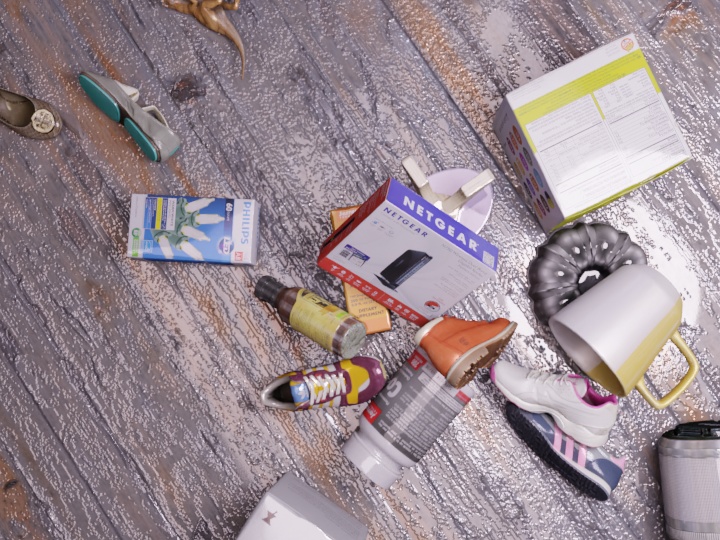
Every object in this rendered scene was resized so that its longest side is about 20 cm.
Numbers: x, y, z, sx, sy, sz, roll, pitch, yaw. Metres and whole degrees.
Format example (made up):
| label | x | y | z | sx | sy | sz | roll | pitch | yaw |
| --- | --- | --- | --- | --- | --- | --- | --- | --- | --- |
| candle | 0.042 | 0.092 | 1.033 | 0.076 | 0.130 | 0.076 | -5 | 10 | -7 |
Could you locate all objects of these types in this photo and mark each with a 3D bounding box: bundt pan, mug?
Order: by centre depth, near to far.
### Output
| label | x | y | z | sx | sy | sz | roll | pitch | yaw |
| --- | --- | --- | --- | --- | --- | --- | --- | --- | --- |
| mug | 0.380 | 0.085 | 1.319 | 0.153 | 0.149 | 0.187 | -42 | 120 | -7 |
| bundt pan | 0.355 | 0.019 | 1.418 | 0.200 | 0.076 | 0.204 | 0 | 86 | 4 |

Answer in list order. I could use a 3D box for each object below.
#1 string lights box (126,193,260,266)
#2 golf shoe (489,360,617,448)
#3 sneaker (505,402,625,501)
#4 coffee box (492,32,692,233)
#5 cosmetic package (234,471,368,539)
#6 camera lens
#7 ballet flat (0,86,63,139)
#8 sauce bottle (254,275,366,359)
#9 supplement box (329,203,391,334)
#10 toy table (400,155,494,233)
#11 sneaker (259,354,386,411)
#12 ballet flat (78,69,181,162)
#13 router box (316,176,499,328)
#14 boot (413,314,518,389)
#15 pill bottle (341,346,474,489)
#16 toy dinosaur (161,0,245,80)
| label | x | y | z | sx | sy | sz | roll | pitch | yaw |
| --- | --- | --- | --- | --- | --- | --- | --- | --- | --- |
| string lights box | -0.263 | -0.064 | 1.479 | 0.198 | 0.059 | 0.104 | 3 | 85 | 4 |
| golf shoe | 0.291 | 0.178 | 1.382 | 0.199 | 0.075 | 0.092 | 29 | 123 | 12 |
| sneaker | 0.314 | 0.258 | 1.421 | 0.200 | 0.070 | 0.082 | 42 | 65 | 9 |
| coffee box | 0.332 | -0.192 | 1.369 | 0.199 | 0.200 | 0.199 | -26 | 86 | 2 |
| cosmetic package | -0.101 | 0.422 | 1.366 | 0.164 | 0.200 | 0.166 | 34 | 89 | 6 |
| camera lens | 0.519 | 0.323 | 1.343 | 0.158 | 0.160 | 0.202 | -5 | 86 | 4 |
| ballet flat | -0.581 | -0.272 | 1.523 | 0.199 | 0.046 | 0.068 | 27 | 90 | 6 |
| sauce bottle | -0.082 | 0.065 | 1.424 | 0.199 | 0.065 | 0.065 | 29 | 89 | 30 |
| supplement box | 0.000 | 0.000 | 1.451 | 0.066 | 0.069 | 0.202 | -12 | 84 | 2 |
| toy table | 0.119 | -0.085 | 1.422 | 0.184 | 0.117 | 0.200 | 44 | 90 | 5 |
| sneaker | -0.057 | 0.178 | 1.400 | 0.199 | 0.090 | 0.076 | -18 | 86 | 29 |
| ballet flat | -0.370 | -0.259 | 1.506 | 0.200 | 0.067 | 0.064 | 46 | 63 | 5 |
| router box | 0.067 | -0.020 | 1.338 | 0.199 | 0.179 | 0.049 | 31 | 46 | -18 |
| boot | 0.160 | 0.096 | 1.386 | 0.107 | 0.199 | 0.075 | 39 | 121 | 22 |
| pill bottle | 0.069 | 0.223 | 1.408 | 0.114 | 0.114 | 0.200 | 41 | 90 | 6 |
| toy dinosaur | -0.231 | -0.410 | 1.508 | 0.199 | 0.060 | 0.107 | 37 | 114 | 11 |
